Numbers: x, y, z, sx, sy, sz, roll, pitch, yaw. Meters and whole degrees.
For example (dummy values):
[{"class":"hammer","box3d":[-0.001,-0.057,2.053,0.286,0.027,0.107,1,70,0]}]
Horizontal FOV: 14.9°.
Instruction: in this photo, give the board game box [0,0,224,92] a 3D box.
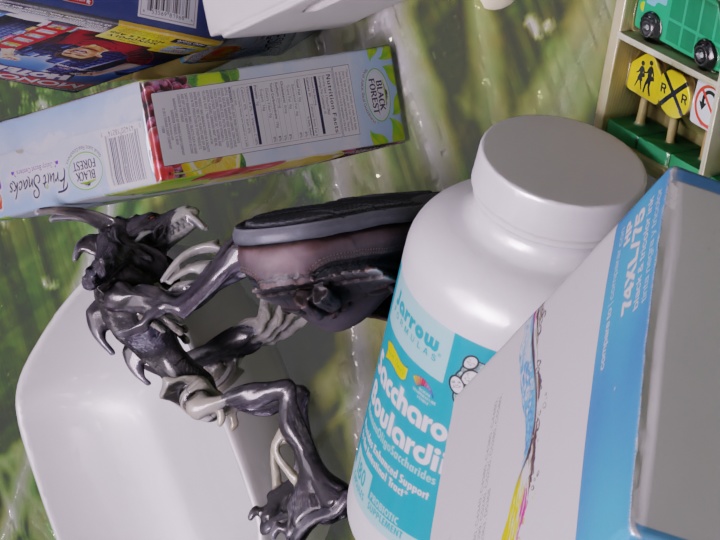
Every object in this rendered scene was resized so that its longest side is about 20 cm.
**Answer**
[{"class":"board game box","box3d":[-0.198,-0.137,1.319,0.200,0.200,0.062,-9,75,55]}]

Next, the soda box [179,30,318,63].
[{"class":"soda box","box3d":[-0.070,-0.205,1.340,0.068,0.064,0.200,-25,76,53]}]

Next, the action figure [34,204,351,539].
[{"class":"action figure","box3d":[-0.061,0.030,1.288,0.200,0.102,0.119,52,174,6]}]

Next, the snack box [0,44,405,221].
[{"class":"snack box","box3d":[-0.093,-0.064,1.334,0.200,0.142,0.053,-8,92,54]}]

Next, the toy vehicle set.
[{"class":"toy vehicle set","box3d":[0.171,-0.072,1.059,0.200,0.027,0.124,34,124,46]}]

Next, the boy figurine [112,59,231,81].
[{"class":"boy figurine","box3d":[-0.131,-0.150,1.440,0.200,0.064,0.124,48,130,41]}]

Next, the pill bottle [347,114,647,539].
[{"class":"pill bottle","box3d":[0.063,0.037,1.154,0.111,0.111,0.200,45,135,40]}]

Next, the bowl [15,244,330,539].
[{"class":"bowl","box3d":[-0.091,0.100,1.428,0.200,0.075,0.200,-47,59,47]}]

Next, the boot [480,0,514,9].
[{"class":"boot","box3d":[0.066,-0.187,1.084,0.075,0.107,0.200,56,-165,-49]}]

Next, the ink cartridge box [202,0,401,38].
[{"class":"ink cartridge box","box3d":[-0.018,-0.219,1.241,0.145,0.084,0.200,-18,82,52]}]

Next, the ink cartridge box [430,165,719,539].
[{"class":"ink cartridge box","box3d":[0.125,0.088,0.994,0.200,0.147,0.146,129,155,-56]}]

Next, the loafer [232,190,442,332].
[{"class":"loafer","box3d":[0.000,0.000,1.197,0.072,0.200,0.063,-5,93,17]}]
